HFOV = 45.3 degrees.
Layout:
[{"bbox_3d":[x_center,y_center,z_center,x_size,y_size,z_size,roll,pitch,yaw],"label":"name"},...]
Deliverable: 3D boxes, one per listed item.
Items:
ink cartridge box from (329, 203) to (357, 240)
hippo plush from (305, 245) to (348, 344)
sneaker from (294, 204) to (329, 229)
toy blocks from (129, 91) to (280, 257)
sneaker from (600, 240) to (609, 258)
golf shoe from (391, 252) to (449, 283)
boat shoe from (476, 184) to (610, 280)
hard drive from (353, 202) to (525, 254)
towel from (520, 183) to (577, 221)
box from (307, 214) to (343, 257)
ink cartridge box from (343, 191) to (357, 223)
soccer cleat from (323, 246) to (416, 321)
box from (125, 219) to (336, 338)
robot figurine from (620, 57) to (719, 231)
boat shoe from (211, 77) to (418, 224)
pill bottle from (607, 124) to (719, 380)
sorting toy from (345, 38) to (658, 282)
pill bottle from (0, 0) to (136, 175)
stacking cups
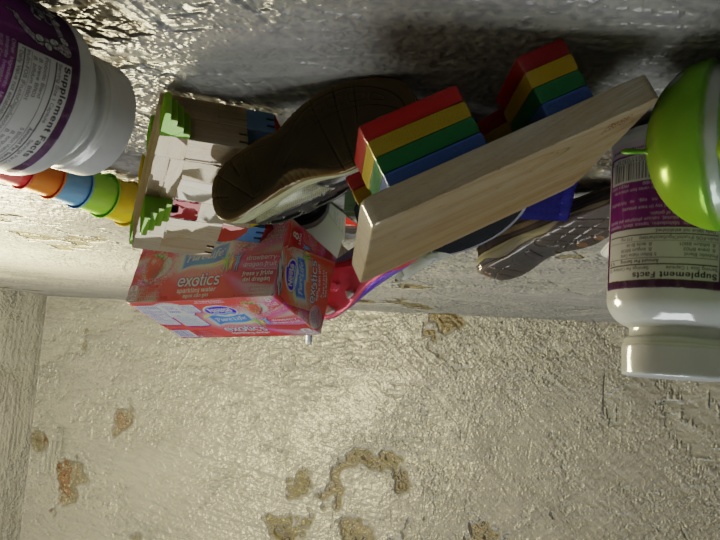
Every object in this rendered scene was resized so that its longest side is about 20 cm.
[{"bbox_3d":[-0.116,-0.064,1.231,0.199,0.044,0.174,2,171,16],"label":"ink cartridge box"},{"bbox_3d":[-0.118,-0.008,1.449,0.161,0.160,0.200,33,167,20],"label":"hippo plush"},{"bbox_3d":[-0.133,-0.091,0.915,0.199,0.076,0.114,3,167,0],"label":"sneaker"},{"bbox_3d":[-0.128,-0.078,0.789,0.136,0.100,0.200,7,141,-20],"label":"toy blocks"},{"bbox_3d":[0.349,-0.020,1.022,0.099,0.071,0.200,42,180,11],"label":"sneaker"},{"bbox_3d":[0.086,-0.040,1.146,0.097,0.079,0.200,-19,-175,21],"label":"golf shoe"},{"bbox_3d":[0.211,-0.057,0.981,0.200,0.074,0.074,-26,149,32],"label":"boat shoe"},{"bbox_3d":[0.074,-0.059,0.816,0.134,0.043,0.200,9,167,-13],"label":"hard drive"},{"bbox_3d":[0.114,-0.094,0.856,0.199,0.050,0.148,3,166,9],"label":"towel"},{"bbox_3d":[-0.142,-0.037,1.067,0.199,0.098,0.124,0,148,28],"label":"box"},{"bbox_3d":[0.077,-0.069,1.057,0.145,0.048,0.200,1,170,17],"label":"ink cartridge box"},{"bbox_3d":[0.000,0.000,0.979,0.200,0.067,0.076,-35,168,25],"label":"soccer cleat"},{"bbox_3d":[-0.141,0.011,0.939,0.199,0.095,0.103,-4,152,31],"label":"box"},{"bbox_3d":[0.274,-0.082,0.541,0.199,0.116,0.175,0,-176,35],"label":"robot figurine"},{"bbox_3d":[-0.032,-0.093,0.701,0.199,0.074,0.065,-21,162,28],"label":"boat shoe"},{"bbox_3d":[0.261,-0.012,0.710,0.112,0.201,0.112,4,173,0],"label":"pill bottle"},{"bbox_3d":[0.079,-0.079,0.626,0.199,0.070,0.199,-25,171,-7],"label":"sorting toy"},{"bbox_3d":[-0.239,-0.123,0.535,0.112,0.113,0.200,0,172,29],"label":"pill bottle"},{"bbox_3d":[-0.345,-0.103,1.003,0.060,0.061,0.200,-1,168,34],"label":"stacking cups"}]
